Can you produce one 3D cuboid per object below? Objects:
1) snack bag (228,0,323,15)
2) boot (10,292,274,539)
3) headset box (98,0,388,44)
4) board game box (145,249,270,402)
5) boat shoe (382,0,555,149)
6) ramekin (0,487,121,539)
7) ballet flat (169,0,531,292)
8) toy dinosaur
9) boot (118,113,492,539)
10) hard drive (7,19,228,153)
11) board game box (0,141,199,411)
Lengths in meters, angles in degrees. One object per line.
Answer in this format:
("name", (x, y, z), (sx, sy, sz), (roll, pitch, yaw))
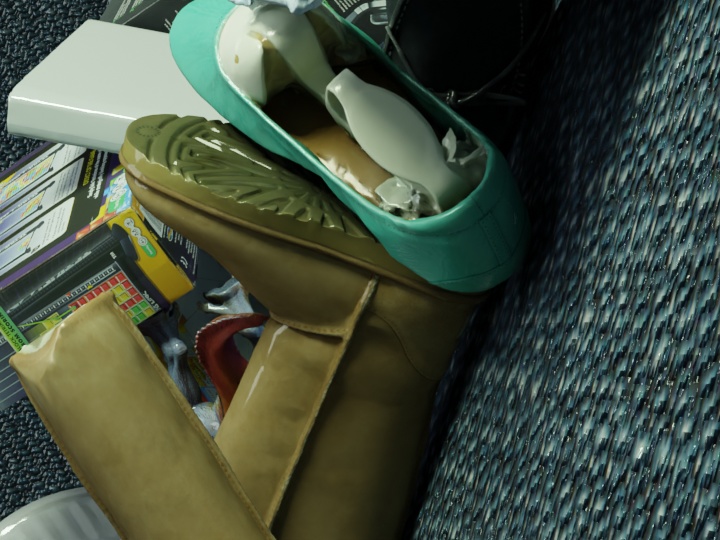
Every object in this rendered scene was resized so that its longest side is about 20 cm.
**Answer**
("snack bag", (0.042, -0.152, 0.782), (0.200, 0.021, 0.189), (-38, 12, -2))
("boot", (-0.064, 0.105, 0.827), (0.066, 0.200, 0.175), (-33, 2, -9))
("headset box", (-0.048, -0.173, 1.225), (0.200, 0.093, 0.174), (-29, 25, 29))
("board game box", (-0.118, 0.013, 1.229), (0.200, 0.103, 0.105), (-5, 34, 52))
("boat shoe", (0.040, -0.085, 0.928), (0.200, 0.074, 0.062), (104, 175, -55))
("ramekin", (-0.146, 0.232, 1.266), (0.094, 0.202, 0.203), (-162, 86, -71))
("ballet flat", (-0.008, -0.071, 0.866), (0.067, 0.200, 0.070), (-41, -29, -14))
("toy dinosaur", (-0.058, 0.099, 1.066), (0.200, 0.105, 0.182), (-103, -11, -80))
("boot", (-0.047, 0.051, 0.929), (0.066, 0.175, 0.200), (-62, -5, -64))
("hard drive", (-0.063, -0.082, 1.097), (0.132, 0.199, 0.027), (-63, -18, -64))
("board game box", (-0.161, -0.008, 1.114), (0.165, 0.057, 0.200), (-33, 21, 13))
